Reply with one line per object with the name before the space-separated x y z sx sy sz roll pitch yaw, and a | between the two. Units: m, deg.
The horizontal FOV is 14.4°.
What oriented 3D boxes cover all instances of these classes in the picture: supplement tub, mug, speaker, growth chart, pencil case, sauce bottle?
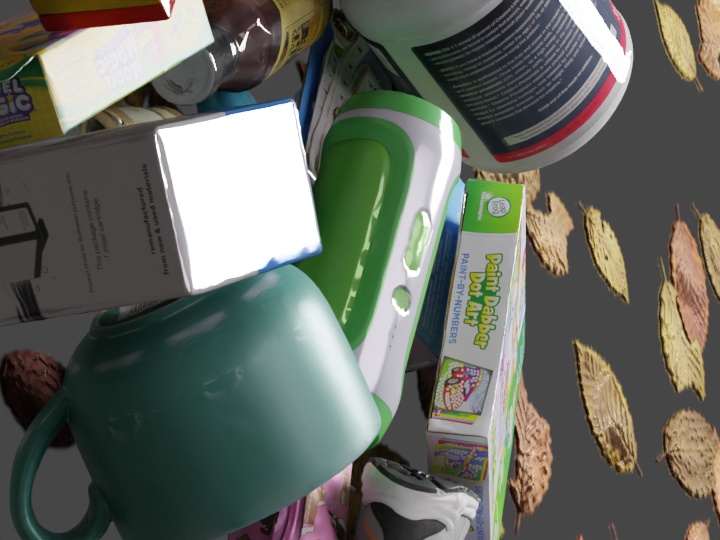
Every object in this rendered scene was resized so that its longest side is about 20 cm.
supplement tub | 0.070 -0.168 1.755 0.200 0.140 0.141 49 39 -42
mug | -0.090 0.067 1.482 0.185 0.151 0.115 -35 106 -40
speaker | 0.000 0.000 1.639 0.088 0.088 0.201 44 53 -46
growth chart | 0.006 -0.068 1.768 0.145 0.018 0.201 45 43 -45
pencil case | -0.039 0.119 1.675 0.086 0.082 0.201 38 47 -40
sauce bottle | -0.072 -0.138 1.656 0.066 0.066 0.200 71 23 -12

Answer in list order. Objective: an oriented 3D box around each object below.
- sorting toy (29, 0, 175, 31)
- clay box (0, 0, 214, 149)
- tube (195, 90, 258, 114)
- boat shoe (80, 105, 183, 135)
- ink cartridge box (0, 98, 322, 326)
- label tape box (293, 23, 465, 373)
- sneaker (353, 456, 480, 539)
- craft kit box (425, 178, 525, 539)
sorting toy | -0.162 -0.203 1.456 0.070 0.199 0.200 64 29 -45
clay box | -0.172 -0.101 1.478 0.200 0.114 0.048 -42 117 -58
tube | -0.070 -0.079 1.677 0.200 0.050 0.078 -110 174 -54
boat shoe | -0.112 0.005 1.599 0.063 0.073 0.202 -3 79 -54
ink cartridge box | -0.142 -0.024 1.414 0.146 0.199 0.085 -21 100 -62
label tape box | -0.011 -0.047 1.812 0.200 0.063 0.145 49 39 -40
sneaker | 0.025 0.157 1.705 0.200 0.073 0.080 37 70 -83
craft kit box | 0.077 0.079 1.861 0.201 0.048 0.199 85 15 -55
